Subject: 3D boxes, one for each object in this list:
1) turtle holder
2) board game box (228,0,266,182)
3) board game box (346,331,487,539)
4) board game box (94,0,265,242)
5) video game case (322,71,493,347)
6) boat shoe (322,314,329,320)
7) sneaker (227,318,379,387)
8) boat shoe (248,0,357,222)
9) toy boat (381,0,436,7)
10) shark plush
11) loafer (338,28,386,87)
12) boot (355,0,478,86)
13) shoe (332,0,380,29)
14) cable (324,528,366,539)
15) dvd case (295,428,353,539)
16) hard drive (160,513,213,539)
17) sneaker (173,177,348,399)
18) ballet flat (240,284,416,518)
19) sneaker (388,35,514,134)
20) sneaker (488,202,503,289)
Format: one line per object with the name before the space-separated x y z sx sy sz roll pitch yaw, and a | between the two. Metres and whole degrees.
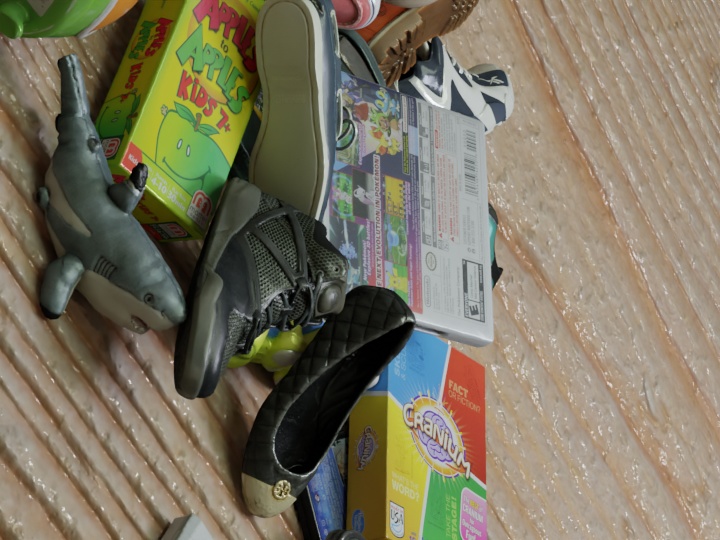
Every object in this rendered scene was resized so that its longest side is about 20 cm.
turtle holder | -0.224 -0.237 1.499 0.132 0.185 0.141 -7 114 -58
board game box | -0.079 -0.127 1.757 0.200 0.028 0.135 64 33 -16
board game box | 0.048 0.150 1.783 0.153 0.040 0.200 32 51 -48
board game box | -0.132 -0.133 1.619 0.102 0.048 0.200 43 56 -40
video game case | 0.032 -0.050 1.737 0.182 0.023 0.200 16 63 -37
boat shoe | 0.000 0.000 1.792 0.200 0.060 0.074 -5 78 -58
sneaker | -0.056 0.033 1.677 0.200 0.076 0.105 24 56 -50
boat shoe | -0.045 -0.114 1.649 0.062 0.075 0.200 -18 108 -58
toy boat | 0.002 -0.315 1.810 0.131 0.200 0.131 105 4 -51
shark plush | -0.174 -0.051 1.520 0.091 0.083 0.200 11 67 -55
loafer | 0.007 -0.106 1.801 0.200 0.072 0.063 60 37 -2
boot | 0.038 -0.249 1.893 0.107 0.075 0.200 37 54 20
shoe | -0.079 -0.235 1.718 0.200 0.071 0.091 31 40 -13
cable | 0.012 0.283 1.698 0.200 0.050 0.097 46 61 -35
dvd case | 0.013 0.197 1.764 0.200 0.018 0.143 -9 83 -58
hard drive | -0.130 0.282 1.493 0.132 0.026 0.200 61 33 -20
sneaker | -0.068 0.022 1.552 0.114 0.076 0.200 21 41 -4
ballet flat | -0.029 0.100 1.619 0.066 0.057 0.200 27 96 -40
sneaker | 0.070 -0.180 1.966 0.199 0.079 0.130 -41 120 -45
sneaker | 0.072 -0.055 1.894 0.080 0.071 0.200 -41 126 -34
